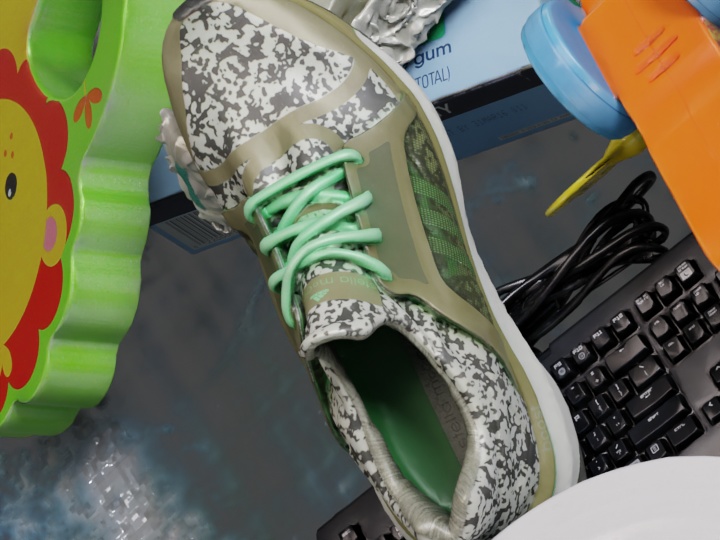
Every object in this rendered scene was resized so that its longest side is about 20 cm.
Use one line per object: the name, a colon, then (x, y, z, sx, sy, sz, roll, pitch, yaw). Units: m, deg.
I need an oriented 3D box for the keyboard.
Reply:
keyboard: (0.060, 0.041, 0.859, 0.200, 0.040, 0.104, -39, 52, 13)

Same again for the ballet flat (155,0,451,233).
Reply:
ballet flat: (-0.001, -0.104, 0.899, 0.072, 0.072, 0.201, 26, 84, 40)

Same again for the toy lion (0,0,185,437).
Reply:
toy lion: (-0.112, -0.047, 0.971, 0.200, 0.068, 0.193, -49, 46, 43)

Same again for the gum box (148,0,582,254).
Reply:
gum box: (-0.005, -0.125, 0.982, 0.169, 0.044, 0.201, -19, 59, 27)

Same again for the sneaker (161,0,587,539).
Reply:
sneaker: (0.000, 0.000, 0.819, 0.077, 0.089, 0.201, -33, 84, 12)

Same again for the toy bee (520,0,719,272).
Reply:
toy bee: (0.104, -0.082, 0.847, 0.130, 0.108, 0.201, -21, 73, 33)

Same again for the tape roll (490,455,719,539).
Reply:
tape roll: (0.094, 0.156, 0.758, 0.201, 0.071, 0.204, -15, 61, 29)
